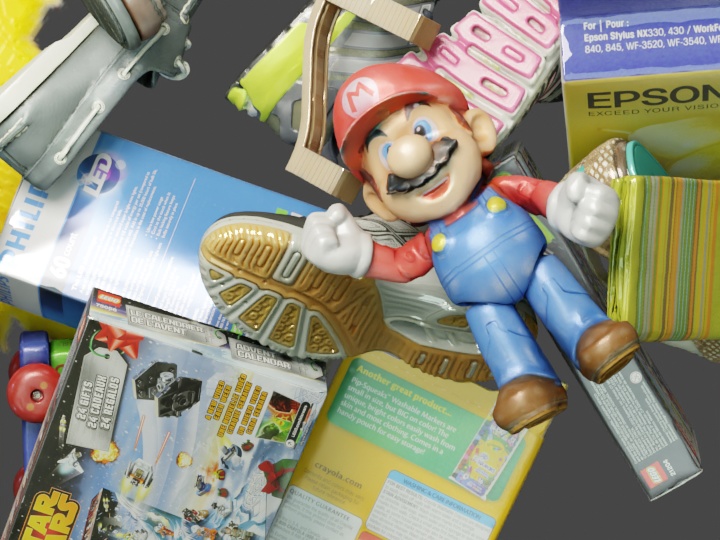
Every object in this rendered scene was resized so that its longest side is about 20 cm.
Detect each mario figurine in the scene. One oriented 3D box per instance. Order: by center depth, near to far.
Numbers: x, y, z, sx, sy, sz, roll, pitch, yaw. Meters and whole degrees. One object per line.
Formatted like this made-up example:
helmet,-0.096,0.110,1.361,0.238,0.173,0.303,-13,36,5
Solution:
mario figurine,0.050,-0.019,1.141,0.123,0.106,0.201,-29,76,-30

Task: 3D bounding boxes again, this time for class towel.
towel,0.200,-0.005,1.229,0.018,0.199,0.087,8,94,45

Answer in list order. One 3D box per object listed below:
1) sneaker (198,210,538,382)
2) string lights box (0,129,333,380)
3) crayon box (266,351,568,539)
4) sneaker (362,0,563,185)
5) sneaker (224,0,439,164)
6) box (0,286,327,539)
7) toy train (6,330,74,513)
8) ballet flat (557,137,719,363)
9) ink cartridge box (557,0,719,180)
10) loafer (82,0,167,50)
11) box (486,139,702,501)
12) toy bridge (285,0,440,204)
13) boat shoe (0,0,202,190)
sneaker,0.000,0.000,1.238,0.199,0.088,0.076,17,131,-25
string lights box,-0.102,-0.004,1.295,0.199,0.059,0.103,20,70,3
crayon box,0.025,0.124,1.324,0.125,0.052,0.201,26,100,2
sneaker,0.079,-0.109,1.260,0.074,0.087,0.200,39,86,20
sneaker,0.018,-0.142,1.285,0.081,0.074,0.200,45,107,-8
box,-0.115,0.120,1.253,0.136,0.040,0.201,18,114,-11
toy train,-0.147,0.136,1.334,0.115,0.085,0.202,-2,98,-7
ballet flat,0.172,0.001,1.264,0.065,0.071,0.200,-24,127,28
ink cartridge box,0.205,-0.102,1.206,0.196,0.200,0.047,-4,68,7
loafer,-0.141,-0.189,1.236,0.063,0.200,0.072,-30,130,-8
box,0.124,0.025,1.270,0.035,0.110,0.201,-31,94,9
toy bridge,0.010,-0.140,1.219,0.067,0.027,0.201,29,96,30
boat shoe,-0.129,-0.125,1.279,0.200,0.073,0.062,-42,102,-17
